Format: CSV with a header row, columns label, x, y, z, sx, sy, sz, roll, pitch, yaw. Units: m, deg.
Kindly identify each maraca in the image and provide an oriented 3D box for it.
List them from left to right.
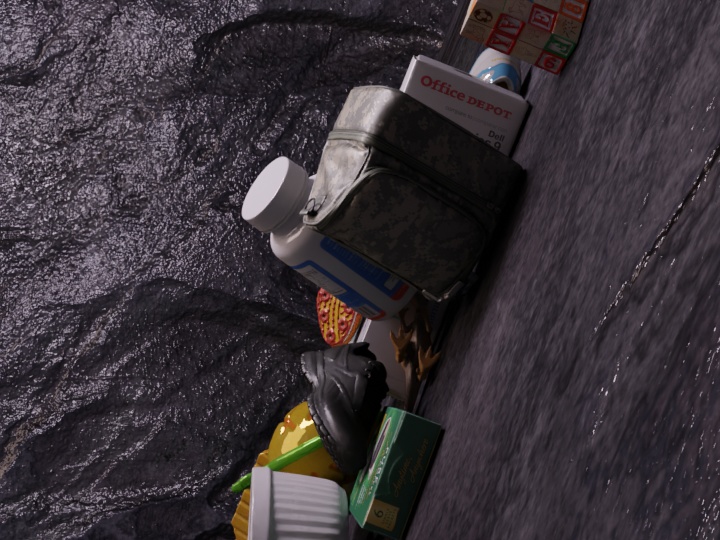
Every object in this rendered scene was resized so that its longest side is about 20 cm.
label,x,y,z,sx,sy,sz,roll,pitch,yaw
maraca,-0.058,0.210,1.602,0.199,0.108,0.137,-29,-13,14

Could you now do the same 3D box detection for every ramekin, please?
label,x,y,z,sx,sy,sz,roll,pitch,yaw
ramekin,-0.071,0.315,1.492,0.200,0.104,0.202,-177,90,-86

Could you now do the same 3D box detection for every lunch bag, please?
label,x,y,z,sx,sy,sz,roll,pitch,yaw
lunch bag,0.051,-0.078,1.453,0.169,0.199,0.139,-63,25,-3

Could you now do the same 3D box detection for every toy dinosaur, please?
label,x,y,z,sx,sy,sz,roll,pitch,yaw
toy dinosaur,0.063,0.108,1.564,0.106,0.060,0.202,61,-143,-76

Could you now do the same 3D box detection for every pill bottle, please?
label,x,y,z,sx,sy,sz,roll,pitch,yaw
pill bottle,-0.029,-0.039,1.534,0.112,0.200,0.113,-41,28,27

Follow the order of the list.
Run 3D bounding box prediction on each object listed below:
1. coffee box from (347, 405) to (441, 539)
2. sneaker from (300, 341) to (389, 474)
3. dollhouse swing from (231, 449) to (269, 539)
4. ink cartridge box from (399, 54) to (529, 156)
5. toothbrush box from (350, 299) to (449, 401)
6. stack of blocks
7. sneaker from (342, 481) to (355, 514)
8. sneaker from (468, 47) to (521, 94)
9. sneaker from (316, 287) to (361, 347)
label,x,y,z,sx,sy,sz,roll,pitch,yaw
coffee box,0.032,0.203,1.410,0.200,0.044,0.124,132,159,-83
sneaker,-0.010,0.138,1.491,0.200,0.090,0.076,-106,-7,-55
dollhouse swing,-0.116,0.365,1.863,0.176,0.181,0.201,-26,-38,-64
ink cartridge box,0.094,-0.134,1.619,0.088,0.144,0.201,-88,20,-79
toothbrush box,0.040,0.079,1.709,0.200,0.085,0.147,161,132,-84
stack of blocks,0.191,-0.321,1.478,0.059,0.114,0.201,118,173,-60
sneaker,0.001,0.209,1.725,0.091,0.078,0.201,-58,16,36
sneaker,0.143,-0.180,1.735,0.081,0.076,0.201,-83,11,-56
sneaker,0.000,0.000,1.701,0.073,0.077,0.202,6,77,40
